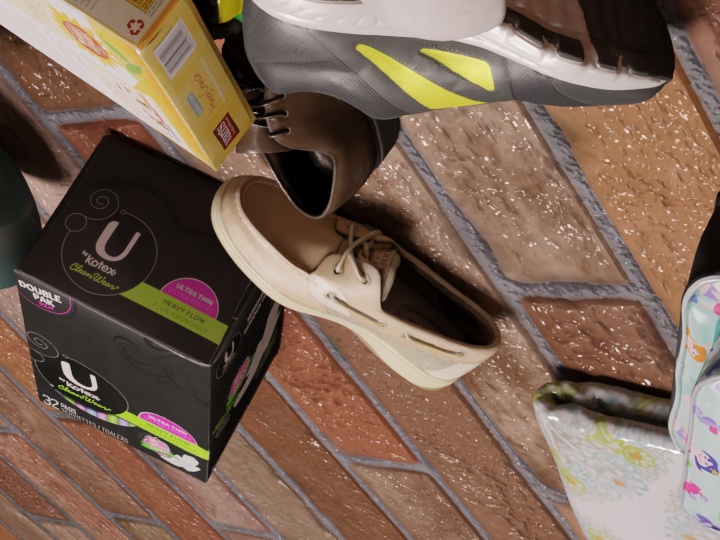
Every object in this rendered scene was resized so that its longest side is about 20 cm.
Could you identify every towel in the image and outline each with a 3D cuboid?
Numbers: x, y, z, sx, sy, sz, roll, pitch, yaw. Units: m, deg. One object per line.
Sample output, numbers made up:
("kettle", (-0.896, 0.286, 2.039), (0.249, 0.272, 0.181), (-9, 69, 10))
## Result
("towel", (0.220, 0.146, 0.959), (0.198, 0.048, 0.172), (11, 143, 31))

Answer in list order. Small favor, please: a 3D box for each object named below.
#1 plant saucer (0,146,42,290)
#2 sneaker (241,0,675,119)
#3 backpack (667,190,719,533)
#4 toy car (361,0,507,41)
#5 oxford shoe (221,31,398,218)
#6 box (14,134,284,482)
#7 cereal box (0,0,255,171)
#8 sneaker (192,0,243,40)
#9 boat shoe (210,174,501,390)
("plant saucer", (-0.298, -0.066, 0.998), (0.199, 0.200, 0.036), (34, 114, -7))
("sneaker", (0.040, -0.106, 0.658), (0.198, 0.075, 0.085), (12, 147, -7))
("backpack", (0.249, 0.060, 0.700), (0.198, 0.151, 0.178), (15, 147, 17))
("toy car", (0.045, -0.194, 0.498), (0.150, 0.174, 0.201), (55, 172, 41))
("oxford shoe", (-0.040, -0.104, 0.763), (0.072, 0.085, 0.201), (9, 144, 36))
("box", (-0.141, 0.032, 1.026), (0.147, 0.125, 0.201), (25, 150, 7))
("cereal box", (-0.150, -0.136, 0.702), (0.199, 0.040, 0.144), (35, 172, 16))
("sneaker", (-0.043, -0.200, 0.641), (0.201, 0.084, 0.078), (89, 159, -45))
("boat shoe", (0.000, 0.000, 0.910), (0.199, 0.073, 0.065), (37, 142, -17))
